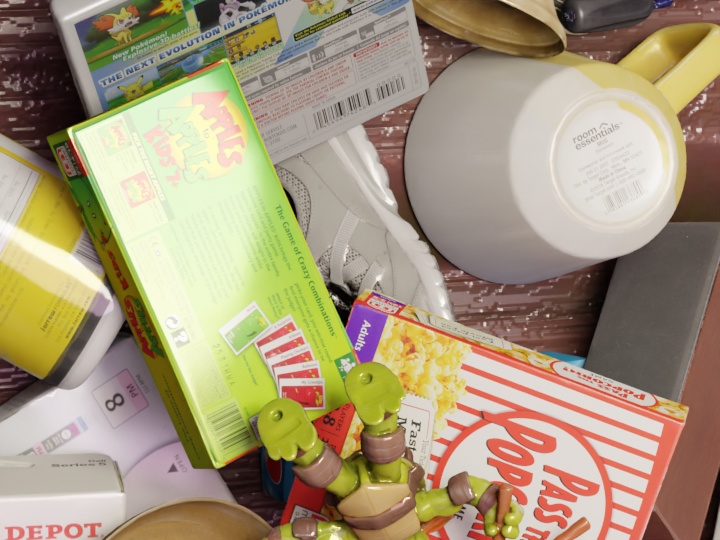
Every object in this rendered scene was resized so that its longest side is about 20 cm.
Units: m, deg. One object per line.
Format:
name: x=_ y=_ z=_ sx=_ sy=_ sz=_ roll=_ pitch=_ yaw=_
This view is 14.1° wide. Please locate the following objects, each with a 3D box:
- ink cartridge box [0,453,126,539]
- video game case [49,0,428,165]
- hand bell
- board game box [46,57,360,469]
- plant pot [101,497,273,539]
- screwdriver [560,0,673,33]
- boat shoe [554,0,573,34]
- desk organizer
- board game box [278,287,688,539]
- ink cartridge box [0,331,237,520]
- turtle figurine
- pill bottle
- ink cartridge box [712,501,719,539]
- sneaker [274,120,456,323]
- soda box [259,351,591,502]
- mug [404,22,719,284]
ink cartridge box: x=-0.205 y=0.213 z=1.656 sx=0.145 sy=0.084 sz=0.201 roll=-2 pitch=101 yaw=-9
video game case: x=-0.064 y=-0.126 z=1.649 sx=0.199 sy=0.022 sz=0.183 roll=-25 pitch=141 yaw=-9
hand bell: x=0.102 y=-0.237 z=1.717 sx=0.104 sy=0.104 sz=0.201 roll=23 pitch=78 yaw=-19
board game box: x=-0.083 y=-0.003 z=1.599 sx=0.101 sy=0.048 sz=0.201 roll=-26 pitch=96 yaw=-21
plant pot: x=-0.109 y=0.223 z=1.631 sx=0.199 sy=0.027 sz=0.201 roll=-9 pitch=103 yaw=-42
screwdriver: x=0.206 y=-0.175 z=1.823 sx=0.199 sy=0.029 sz=0.028 roll=-15 pitch=102 yaw=-35
boat shoe: x=0.091 y=-0.223 z=1.778 sx=0.200 sy=0.060 sz=0.074 roll=47 pitch=73 yaw=-16
desk organizer: x=0.183 y=0.073 z=1.767 sx=0.077 sy=0.071 sz=0.201 roll=54 pitch=46 yaw=-44
board game box: x=0.069 y=0.116 z=1.665 sx=0.199 sy=0.046 sz=0.152 roll=19 pitch=102 yaw=6
ink cartridge box: x=-0.177 y=0.157 z=1.706 sx=0.200 sy=0.057 sz=0.163 roll=-35 pitch=103 yaw=-20
turtle figurine: x=0.016 y=0.118 z=1.599 sx=0.199 sy=0.065 sz=0.162 roll=-12 pitch=137 yaw=12
pill bottle: x=-0.222 y=-0.024 z=1.644 sx=0.199 sy=0.112 sz=0.112 roll=29 pitch=83 yaw=-9
ink cartridge box: x=0.292 y=0.132 z=1.816 sx=0.146 sy=0.084 sz=0.201 roll=13 pitch=87 yaw=-58
sneaker: x=0.000 y=0.000 z=1.736 sx=0.082 sy=0.075 sz=0.201 roll=-27 pitch=70 yaw=-2
soda box: x=0.040 y=0.095 z=1.768 sx=0.199 sy=0.068 sz=0.064 roll=-8 pitch=96 yaw=-19
mug: x=0.127 y=-0.082 z=1.748 sx=0.149 sy=0.153 sz=0.187 roll=21 pitch=85 yaw=-18
